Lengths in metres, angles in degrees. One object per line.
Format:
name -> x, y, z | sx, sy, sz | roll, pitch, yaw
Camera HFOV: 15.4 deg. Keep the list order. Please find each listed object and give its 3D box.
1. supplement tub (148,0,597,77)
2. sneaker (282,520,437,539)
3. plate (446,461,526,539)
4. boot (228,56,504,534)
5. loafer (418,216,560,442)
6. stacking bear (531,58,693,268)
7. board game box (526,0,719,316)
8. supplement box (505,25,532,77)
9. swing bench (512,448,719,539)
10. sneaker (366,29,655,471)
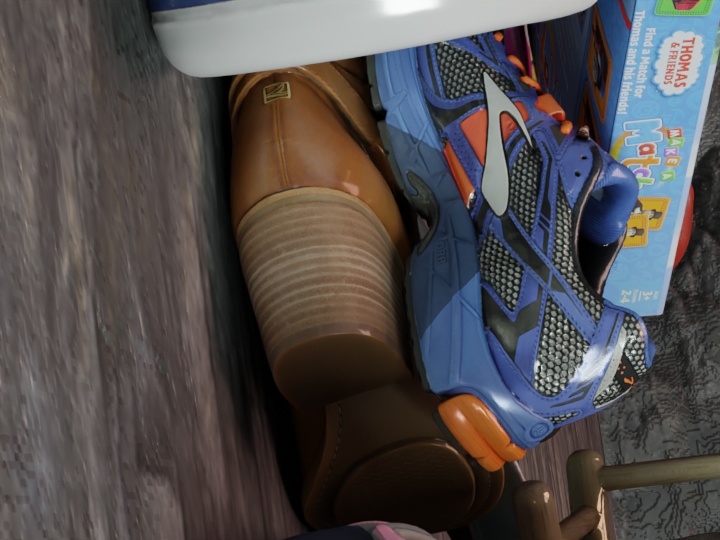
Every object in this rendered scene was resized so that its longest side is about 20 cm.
supplement tub -> -0.007, -0.168, 0.813 | 0.145, 0.145, 0.200 | -51, 131, -80
sneaker -> 0.011, 0.113, 0.848 | 0.200, 0.082, 0.070 | 19, 61, -81
plate -> 0.029, 0.060, 1.083 | 0.200, 0.026, 0.200 | 61, -6, 11
boot -> 0.000, 0.000, 0.958 | 0.200, 0.074, 0.155 | 73, 6, -58
loafer -> 0.025, -0.007, 1.204 | 0.073, 0.071, 0.200 | -2, 69, -48
stacking bear -> 0.087, -0.071, 1.267 | 0.114, 0.121, 0.200 | -4, 52, -45
board game box -> 0.092, -0.102, 0.947 | 0.200, 0.037, 0.151 | 95, -10, -53
supplement box -> 0.014, -0.148, 1.108 | 0.200, 0.103, 0.101 | -92, 171, -49
swing bench -> 0.174, 0.158, 0.967 | 0.130, 0.199, 0.200 | -8, 90, -74
sneaker -> 0.055, -0.030, 0.902 | 0.075, 0.078, 0.200 | 50, 28, -59
